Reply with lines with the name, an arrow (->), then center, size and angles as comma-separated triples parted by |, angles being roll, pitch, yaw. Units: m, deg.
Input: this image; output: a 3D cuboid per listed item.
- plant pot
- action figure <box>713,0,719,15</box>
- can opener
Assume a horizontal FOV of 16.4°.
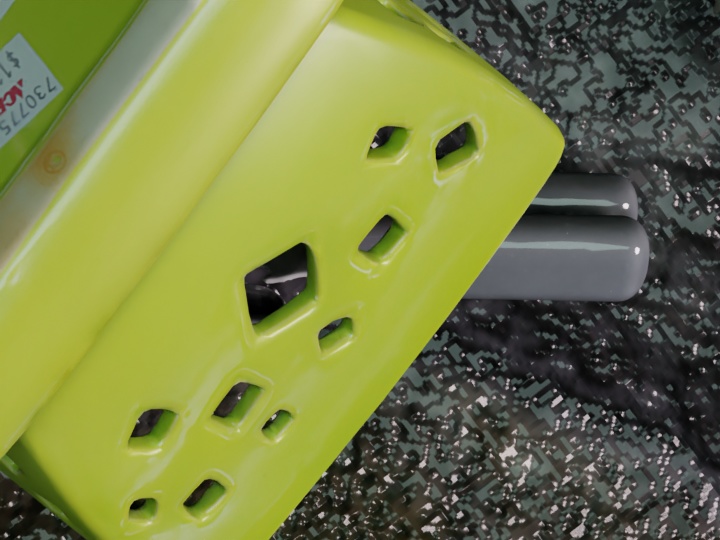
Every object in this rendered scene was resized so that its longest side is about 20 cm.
plant pot -> -0.088, -0.042, 0.765 | 0.199, 0.181, 0.200 | 38, 91, 27
action figure -> 0.157, -0.119, 0.857 | 0.199, 0.102, 0.119 | 33, 64, -3
can opener -> 0.000, 0.000, 0.889 | 0.199, 0.053, 0.067 | 1, 126, -6
